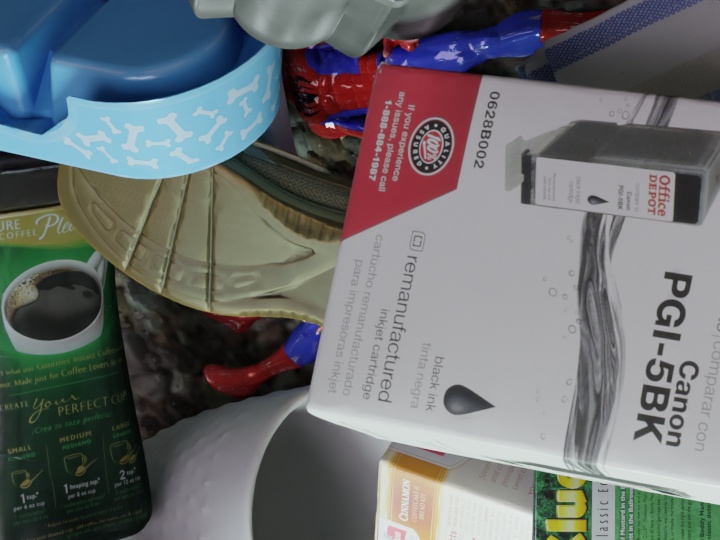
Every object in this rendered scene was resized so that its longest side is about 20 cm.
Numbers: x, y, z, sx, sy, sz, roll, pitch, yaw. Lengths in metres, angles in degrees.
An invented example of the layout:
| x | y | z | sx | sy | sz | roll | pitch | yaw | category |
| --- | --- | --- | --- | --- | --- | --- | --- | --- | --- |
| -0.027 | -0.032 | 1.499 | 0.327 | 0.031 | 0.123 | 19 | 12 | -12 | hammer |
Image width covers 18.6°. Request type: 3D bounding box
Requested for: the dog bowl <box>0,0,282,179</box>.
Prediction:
| x | y | z | sx | sy | sz | roll | pitch | yaw | category |
| --- | --- | --- | --- | --- | --- | --- | --- | --- | --- |
| -0.120 | -0.093 | 0.952 | 0.199 | 0.112 | 0.050 | 12 | 135 | 28 | dog bowl |

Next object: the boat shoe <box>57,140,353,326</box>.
| x | y | z | sx | sy | sz | roll | pitch | yaw | category |
| --- | --- | --- | --- | --- | --- | --- | --- | --- | --- |
| -0.036 | -0.021 | 0.980 | 0.199 | 0.063 | 0.074 | 15 | 117 | 2 | boat shoe |

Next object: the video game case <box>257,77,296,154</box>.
| x | y | z | sx | sy | sz | roll | pitch | yaw | category |
| --- | --- | --- | --- | --- | --- | --- | --- | --- | --- |
| -0.116 | -0.096 | 1.030 | 0.181 | 0.023 | 0.201 | 6 | 118 | 32 | video game case |

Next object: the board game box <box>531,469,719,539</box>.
| x | y | z | sx | sy | sz | roll | pitch | yaw | category |
| --- | --- | --- | --- | --- | --- | --- | --- | --- | --- |
| 0.124 | 0.037 | 0.917 | 0.104 | 0.201 | 0.023 | 0 | 161 | 10 | board game box |

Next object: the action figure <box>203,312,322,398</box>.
| x | y | z | sx | sy | sz | roll | pitch | yaw | category |
| --- | --- | --- | --- | --- | --- | --- | --- | --- | --- |
| 0.000 | 0.000 | 1.056 | 0.199 | 0.066 | 0.052 | -28 | 140 | 33 | action figure |

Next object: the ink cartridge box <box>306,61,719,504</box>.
| x | y | z | sx | sy | sz | roll | pitch | yaw | category |
| --- | --- | --- | --- | --- | --- | --- | --- | --- | --- |
| 0.095 | 0.007 | 0.850 | 0.199 | 0.083 | 0.148 | 8 | 82 | 25 | ink cartridge box |

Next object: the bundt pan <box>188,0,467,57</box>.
| x | y | z | sx | sy | sz | roll | pitch | yaw | category |
| --- | --- | --- | --- | --- | --- | --- | --- | --- | --- |
| -0.018 | -0.170 | 0.901 | 0.201 | 0.202 | 0.076 | 32 | 147 | 6 | bundt pan |

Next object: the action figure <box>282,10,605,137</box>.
| x | y | z | sx | sy | sz | roll | pitch | yaw | category |
| --- | --- | --- | --- | --- | --- | --- | --- | --- | --- |
| 0.028 | -0.087 | 0.999 | 0.199 | 0.052 | 0.066 | 0 | 121 | 27 | action figure |

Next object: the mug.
| x | y | z | sx | sy | sz | roll | pitch | yaw | category |
| --- | --- | --- | --- | --- | --- | --- | --- | --- | --- |
| -0.065 | 0.164 | 1.097 | 0.175 | 0.201 | 0.147 | -15 | 145 | 44 | mug |

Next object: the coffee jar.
| x | y | z | sx | sy | sz | roll | pitch | yaw | category |
| --- | --- | --- | --- | --- | --- | --- | --- | --- | --- |
| -0.158 | 0.029 | 1.019 | 0.085 | 0.104 | 0.201 | 9 | 105 | 55 | coffee jar |

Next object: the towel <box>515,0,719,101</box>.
| x | y | z | sx | sy | sz | roll | pitch | yaw | category |
| --- | --- | --- | --- | --- | --- | --- | --- | --- | --- |
| 0.160 | -0.032 | 0.888 | 0.146 | 0.024 | 0.201 | -25 | 71 | 18 | towel |

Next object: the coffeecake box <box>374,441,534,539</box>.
| x | y | z | sx | sy | sz | roll | pitch | yaw | category |
| --- | --- | --- | --- | --- | --- | --- | --- | --- | --- |
| 0.126 | 0.088 | 0.984 | 0.199 | 0.154 | 0.073 | 18 | 135 | 16 | coffeecake box |
